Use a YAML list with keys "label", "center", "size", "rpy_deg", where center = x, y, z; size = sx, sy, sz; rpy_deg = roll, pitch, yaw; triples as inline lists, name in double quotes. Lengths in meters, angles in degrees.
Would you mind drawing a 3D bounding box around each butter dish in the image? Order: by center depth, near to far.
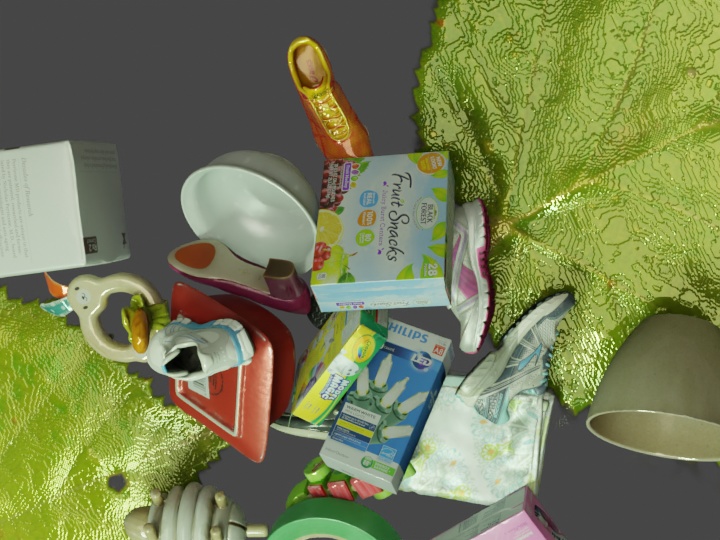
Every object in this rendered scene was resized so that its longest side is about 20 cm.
- label: "butter dish"
  center: [-0.150, 0.116, 1.542]
  size: [0.199, 0.147, 0.201]
  rpy_deg: [28, 125, 34]

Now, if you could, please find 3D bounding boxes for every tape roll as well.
- label: "tape roll"
  center: [-0.035, 0.400, 1.559]
  size: [0.199, 0.048, 0.202]
  rpy_deg: [6, 116, 12]

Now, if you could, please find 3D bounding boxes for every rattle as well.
- label: "rattle"
  center: [-0.370, 0.063, 1.580]
  size: [0.199, 0.143, 0.131]
  rpy_deg: [25, 118, 1]

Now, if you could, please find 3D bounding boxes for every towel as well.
- label: "towel"
  center: [0.149, 0.224, 1.542]
  size: [0.198, 0.048, 0.173]
  rpy_deg: [8, 96, 10]

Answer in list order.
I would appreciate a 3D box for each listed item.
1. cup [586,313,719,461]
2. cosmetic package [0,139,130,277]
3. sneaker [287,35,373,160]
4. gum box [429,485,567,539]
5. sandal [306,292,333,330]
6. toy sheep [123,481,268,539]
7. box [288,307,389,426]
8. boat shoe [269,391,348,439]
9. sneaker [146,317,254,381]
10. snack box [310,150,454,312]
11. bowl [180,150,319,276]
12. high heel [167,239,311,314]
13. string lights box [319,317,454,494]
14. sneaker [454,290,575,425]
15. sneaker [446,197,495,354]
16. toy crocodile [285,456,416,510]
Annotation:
- label: "cup"
  center: [0.389, 0.138, 1.431]
  size: [0.199, 0.201, 0.144]
  rpy_deg: [10, 70, 9]
- label: "cosmetic package"
  center: [-0.438, -0.081, 1.561]
  size: [0.198, 0.165, 0.166]
  rpy_deg: [-7, 94, 10]
- label: "sneaker"
  center: [-0.047, -0.211, 1.521]
  size: [0.073, 0.077, 0.201]
  rpy_deg: [-28, 93, 11]
- label: "gum box"
  center: [0.176, 0.380, 1.518]
  size: [0.199, 0.066, 0.114]
  rpy_deg: [-34, 100, 20]
- label: "sandal"
  center: [0.000, 0.000, 1.555]
  size: [0.075, 0.045, 0.200]
  rpy_deg: [47, 116, 9]
- label: "toy sheep"
  center: [-0.225, 0.352, 1.582]
  size: [0.198, 0.138, 0.139]
  rpy_deg: [6, 97, 4]
- label: "box"
  center: [-0.032, 0.112, 1.505]
  size: [0.048, 0.118, 0.200]
  rpy_deg: [29, 122, -16]
- label: "boat shoe"
  center: [-0.030, 0.197, 1.560]
  size: [0.198, 0.072, 0.068]
  rpy_deg: [-1, 80, 24]
- label: "sneaker"
  center: [-0.223, 0.104, 1.440]
  size: [0.199, 0.086, 0.075]
  rpy_deg: [-13, 99, 49]
- label: "snack box"
  center: [0.032, -0.050, 1.453]
  size: [0.167, 0.068, 0.201]
  rpy_deg: [-3, 56, 12]
- label: "bowl"
  center: [-0.128, -0.090, 1.520]
  size: [0.200, 0.091, 0.202]
  rpy_deg: [17, 143, 13]
- label: "high heel"
  center: [-0.162, 0.018, 1.544]
  size: [0.199, 0.096, 0.068]
  rpy_deg: [13, 56, 25]
- label: "string lights box"
  center: [0.037, 0.170, 1.482]
  size: [0.102, 0.059, 0.201]
  rpy_deg: [18, 70, 17]
- label: "sneaker"
  center: [0.215, 0.113, 1.491]
  size: [0.086, 0.078, 0.200]
  rpy_deg: [43, 85, 4]
- label: "sneaker"
  center: [0.128, 0.009, 1.514]
  size: [0.087, 0.081, 0.202]
  rpy_deg: [-4, 87, 12]
- label: "toy crocodile"
  center: [-0.015, 0.284, 1.551]
  size: [0.199, 0.062, 0.068]
  rpy_deg: [-20, 112, 29]
